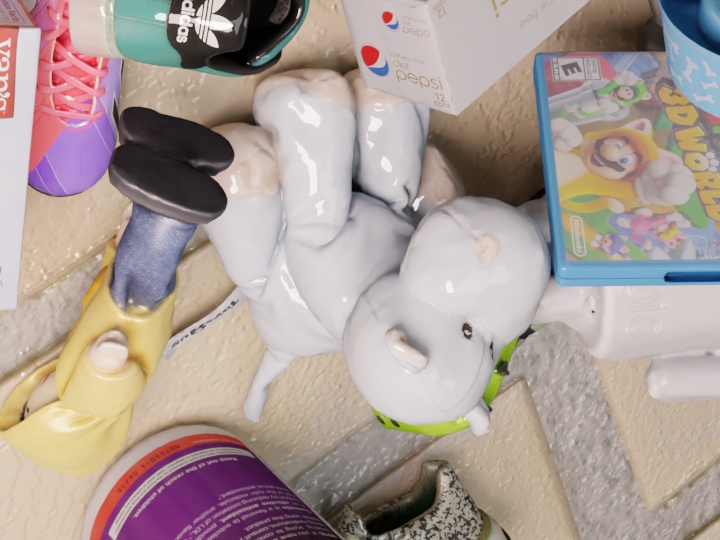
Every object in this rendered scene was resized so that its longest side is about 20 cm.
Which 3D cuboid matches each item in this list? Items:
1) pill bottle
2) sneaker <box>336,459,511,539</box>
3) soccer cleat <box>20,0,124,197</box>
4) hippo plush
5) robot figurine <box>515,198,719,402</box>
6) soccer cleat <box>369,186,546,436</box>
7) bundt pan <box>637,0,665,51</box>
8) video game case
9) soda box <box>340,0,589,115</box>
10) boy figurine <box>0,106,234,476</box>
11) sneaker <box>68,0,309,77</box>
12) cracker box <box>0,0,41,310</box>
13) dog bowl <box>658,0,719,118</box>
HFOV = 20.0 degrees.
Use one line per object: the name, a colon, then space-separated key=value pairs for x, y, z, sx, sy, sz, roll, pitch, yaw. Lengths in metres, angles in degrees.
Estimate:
pill bottle: x=-0.055 y=0.170 z=1.048 sx=0.112 sy=0.200 sz=0.113 roll=-17 pitch=124 yaw=-28
sneaker: x=-0.008 y=0.178 z=1.187 sx=0.200 sy=0.077 sz=0.089 roll=-35 pitch=118 yaw=-22
soccer cleat: x=-0.131 y=-0.116 z=0.916 sx=0.068 sy=0.073 sz=0.200 roll=-14 pitch=122 yaw=-30
hippo plush: x=0.000 y=0.000 z=1.018 sx=0.200 sy=0.161 sz=0.159 roll=-51 pitch=133 yaw=-1
robot figurine: x=0.178 y=-0.014 z=1.084 sx=0.200 sy=0.113 sz=0.170 roll=-8 pitch=91 yaw=-7
soccer cleat: x=0.075 y=0.015 z=1.152 sx=0.200 sy=0.081 sz=0.068 roll=-48 pitch=114 yaw=-31
bundt pan: x=0.239 y=-0.140 z=1.171 sx=0.202 sy=0.076 sz=0.202 roll=-18 pitch=125 yaw=-27
video game case: x=0.192 y=-0.054 z=1.032 sx=0.200 sy=0.143 sz=0.018 roll=-1 pitch=143 yaw=-2
soda box: x=0.081 y=-0.164 z=1.022 sx=0.200 sy=0.064 sz=0.068 roll=-42 pitch=133 yaw=-28
boy figurine: x=-0.119 y=0.017 z=0.986 sx=0.064 sy=0.124 sz=0.200 roll=20 pitch=127 yaw=-13
sneaker: x=-0.055 y=-0.119 z=0.903 sx=0.200 sy=0.080 sz=0.072 roll=-44 pitch=146 yaw=-68
cracker box: x=-0.241 y=-0.051 z=0.862 sx=0.200 sy=0.058 sz=0.134 roll=-1 pitch=116 yaw=-23
dog bowl: x=0.241 y=-0.136 z=1.055 sx=0.200 sy=0.111 sz=0.050 roll=-25 pitch=140 yaw=-23
